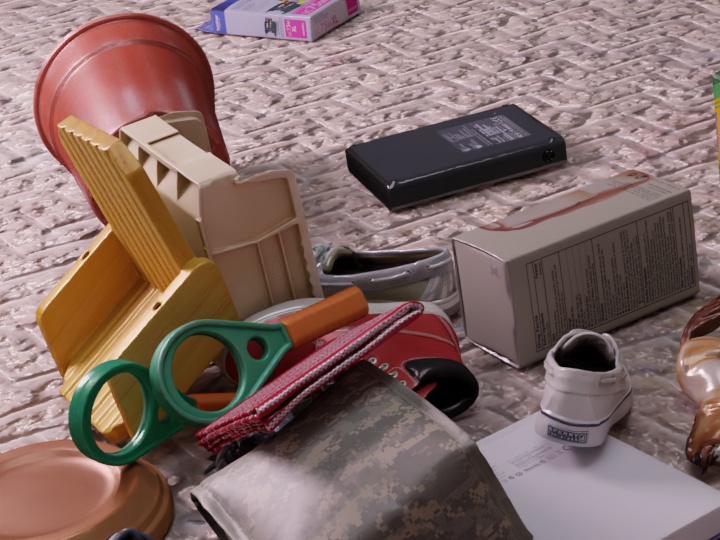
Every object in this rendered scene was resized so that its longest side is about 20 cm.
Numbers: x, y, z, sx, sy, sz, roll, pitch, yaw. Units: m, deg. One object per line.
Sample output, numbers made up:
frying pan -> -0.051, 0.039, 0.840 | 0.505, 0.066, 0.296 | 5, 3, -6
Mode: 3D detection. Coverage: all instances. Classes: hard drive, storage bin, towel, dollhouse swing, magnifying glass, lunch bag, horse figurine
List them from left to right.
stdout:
dollhouse swing -> -0.221, 0.004, 1.563 | 0.182, 0.176, 0.200 | -49, 30, -7
magnifying glass -> -0.150, 0.109, 1.486 | 0.022, 0.080, 0.199 | 9, 4, 40
storage bin -> -0.122, -0.024, 1.662 | 0.093, 0.200, 0.200 | -22, 28, -20
magnifying glass -> -0.076, 0.059, 1.485 | 0.199, 0.080, 0.022 | -24, -2, -35
towel -> -0.038, 0.078, 1.351 | 0.144, 0.023, 0.200 | -35, 1, -19
lunch bag -> -0.010, 0.158, 1.286 | 0.164, 0.118, 0.200 | -38, 33, -9
hard drive -> 0.098, -0.122, 2.000 | 0.199, 0.033, 0.140 | -15, 25, -15
hard drive -> 0.155, 0.163, 1.372 | 0.131, 0.026, 0.200 | -23, 28, -28
horse figurine -> 0.293, 0.080, 1.466 | 0.132, 0.050, 0.200 | -25, 33, 5

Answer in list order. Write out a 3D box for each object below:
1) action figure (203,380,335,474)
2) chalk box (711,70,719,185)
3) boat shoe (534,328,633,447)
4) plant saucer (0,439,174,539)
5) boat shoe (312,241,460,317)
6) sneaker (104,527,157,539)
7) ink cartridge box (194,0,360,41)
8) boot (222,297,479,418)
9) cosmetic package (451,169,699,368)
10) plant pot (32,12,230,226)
action figure -> -0.038, 0.133, 1.453 | 0.199, 0.070, 0.130 | 12, 43, 47
chalk box -> 0.438, -0.120, 1.777 | 0.123, 0.126, 0.200 | -18, 25, -20
boat shoe -> 0.172, 0.077, 1.461 | 0.071, 0.066, 0.200 | 12, 14, 15
plant saucer -> -0.242, 0.183, 1.446 | 0.198, 0.038, 0.200 | -7, 25, 3
boat shoe -> 0.000, 0.001, 1.727 | 0.201, 0.065, 0.074 | 9, 30, 34
sneaker -> -0.175, 0.215, 1.300 | 0.198, 0.082, 0.074 | -2, 25, 13
ink cartridge box -> -0.115, -0.349, 2.558 | 0.199, 0.042, 0.119 | 7, 28, 33
boot -> -0.009, 0.083, 1.543 | 0.198, 0.073, 0.144 | -5, 26, -8
cosmetic package -> 0.187, -0.005, 1.637 | 0.199, 0.104, 0.087 | -19, 25, -26
plant pot -> -0.226, -0.136, 1.968 | 0.199, 0.202, 0.196 | -13, 33, -11
